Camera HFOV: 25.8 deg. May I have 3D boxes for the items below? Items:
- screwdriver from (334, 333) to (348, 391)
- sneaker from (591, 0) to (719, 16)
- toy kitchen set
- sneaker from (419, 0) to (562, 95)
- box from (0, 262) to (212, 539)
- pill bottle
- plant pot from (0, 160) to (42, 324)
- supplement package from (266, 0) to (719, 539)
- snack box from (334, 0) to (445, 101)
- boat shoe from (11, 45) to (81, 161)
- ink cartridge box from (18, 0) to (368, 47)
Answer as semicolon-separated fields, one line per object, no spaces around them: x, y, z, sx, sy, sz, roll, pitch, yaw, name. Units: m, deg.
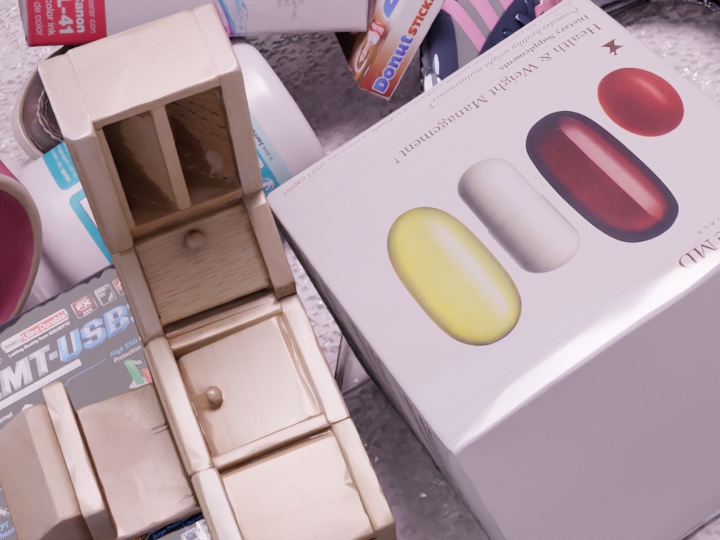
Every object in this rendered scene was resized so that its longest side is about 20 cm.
0.000;0.000;0.881;0.029;0.028;0.201;-37;33;36;screwdriver
0.187;-0.169;0.904;0.113;0.076;0.200;-21;39;11;sneaker
-0.097;0.037;0.685;0.163;0.181;0.201;-21;64;-8;toy kitchen set
0.079;-0.145;0.943;0.082;0.070;0.201;2;59;9;sneaker
-0.137;0.112;0.777;0.199;0.050;0.199;-29;63;-11;box
-0.125;-0.043;0.928;0.200;0.111;0.111;-34;44;-4;pill bottle
-0.276;-0.032;0.838;0.179;0.200;0.200;30;69;27;plant pot
0.096;0.011;0.738;0.191;0.147;0.200;-34;43;-4;supplement package
0.009;-0.173;0.972;0.072;0.024;0.200;-59;21;19;snack box
-0.142;-0.131;1.002;0.059;0.072;0.200;-27;11;42;boat shoe
-0.104;-0.191;0.937;0.199;0.086;0.148;-3;20;-12;ink cartridge box
